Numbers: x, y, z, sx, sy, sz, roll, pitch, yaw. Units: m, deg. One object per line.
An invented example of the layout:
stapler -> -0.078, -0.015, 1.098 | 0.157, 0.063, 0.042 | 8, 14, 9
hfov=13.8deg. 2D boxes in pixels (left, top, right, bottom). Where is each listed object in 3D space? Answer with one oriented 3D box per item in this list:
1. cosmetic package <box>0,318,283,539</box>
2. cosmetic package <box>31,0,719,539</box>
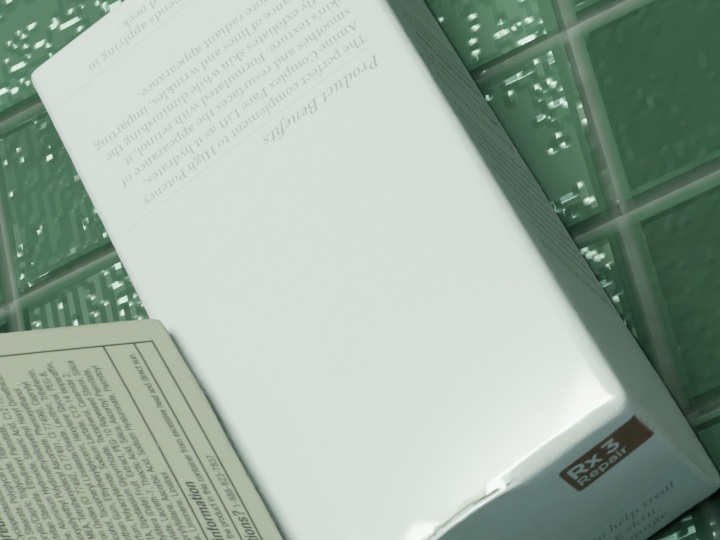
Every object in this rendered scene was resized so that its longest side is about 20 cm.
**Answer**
cosmetic package -> -0.124, 0.078, 0.701 | 0.104, 0.199, 0.073 | 59, 141, 37
cosmetic package -> 0.000, 0.000, 0.787 | 0.102, 0.074, 0.200 | -36, 57, 11
